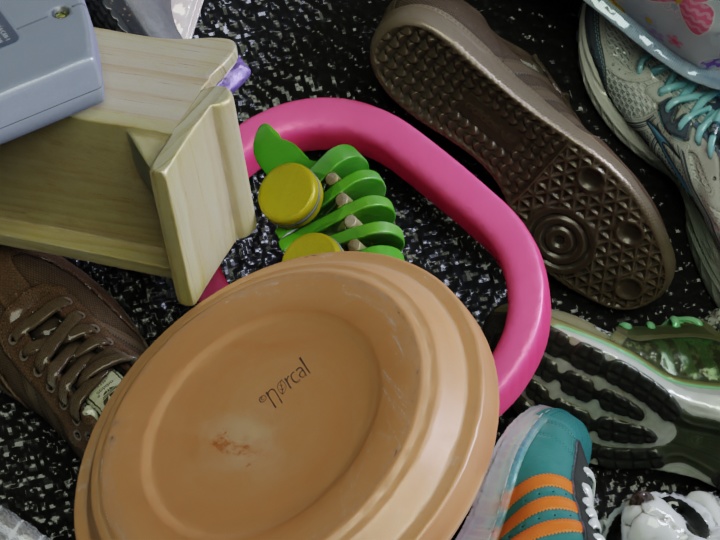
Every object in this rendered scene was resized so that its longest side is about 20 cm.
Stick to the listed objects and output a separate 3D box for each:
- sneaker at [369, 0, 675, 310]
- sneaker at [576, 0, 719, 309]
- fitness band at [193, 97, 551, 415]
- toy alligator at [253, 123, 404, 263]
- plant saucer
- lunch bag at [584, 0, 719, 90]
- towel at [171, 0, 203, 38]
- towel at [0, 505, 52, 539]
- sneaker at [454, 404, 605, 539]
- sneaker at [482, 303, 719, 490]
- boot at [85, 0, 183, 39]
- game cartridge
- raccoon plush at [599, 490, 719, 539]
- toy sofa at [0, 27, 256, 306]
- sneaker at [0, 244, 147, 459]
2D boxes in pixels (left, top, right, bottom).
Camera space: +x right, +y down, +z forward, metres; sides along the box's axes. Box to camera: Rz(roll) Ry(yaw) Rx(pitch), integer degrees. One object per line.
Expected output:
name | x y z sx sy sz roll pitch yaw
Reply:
sneaker | 0.091 -0.070 1.331 0.200 0.070 0.076 46 34 -13
sneaker | 0.183 -0.072 1.338 0.077 0.086 0.201 -29 81 -16
fitness band | 0.000 0.000 1.287 0.200 0.037 0.144 40 80 23
toy alligator | 0.000 0.008 1.225 0.054 0.059 0.201 -27 61 13
plant saucer | -0.037 0.072 1.130 0.199 0.032 0.201 -17 46 19
lunch bag | 0.187 -0.197 1.311 0.200 0.127 0.170 40 60 4
towel | -0.171 -0.172 1.333 0.199 0.032 0.192 18 72 -5
towel | -0.218 0.171 1.204 0.199 0.086 0.166 34 71 1
sneaker | 0.086 0.137 1.221 0.079 0.072 0.200 11 36 15
sneaker | 0.156 0.053 1.323 0.199 0.077 0.089 20 41 -2
boot | -0.094 -0.170 1.299 0.131 0.070 0.201 -31 87 -23
game cartridge | -0.200 -0.118 1.225 0.132 0.042 0.200 -20 42 -19
raccoon plush | 0.149 0.203 1.277 0.096 0.134 0.201 0 114 -3
toy sofa | -0.147 -0.059 1.238 0.199 0.083 0.098 10 44 21
sneaker | -0.118 0.055 1.250 0.070 0.076 0.200 -41 86 -17
